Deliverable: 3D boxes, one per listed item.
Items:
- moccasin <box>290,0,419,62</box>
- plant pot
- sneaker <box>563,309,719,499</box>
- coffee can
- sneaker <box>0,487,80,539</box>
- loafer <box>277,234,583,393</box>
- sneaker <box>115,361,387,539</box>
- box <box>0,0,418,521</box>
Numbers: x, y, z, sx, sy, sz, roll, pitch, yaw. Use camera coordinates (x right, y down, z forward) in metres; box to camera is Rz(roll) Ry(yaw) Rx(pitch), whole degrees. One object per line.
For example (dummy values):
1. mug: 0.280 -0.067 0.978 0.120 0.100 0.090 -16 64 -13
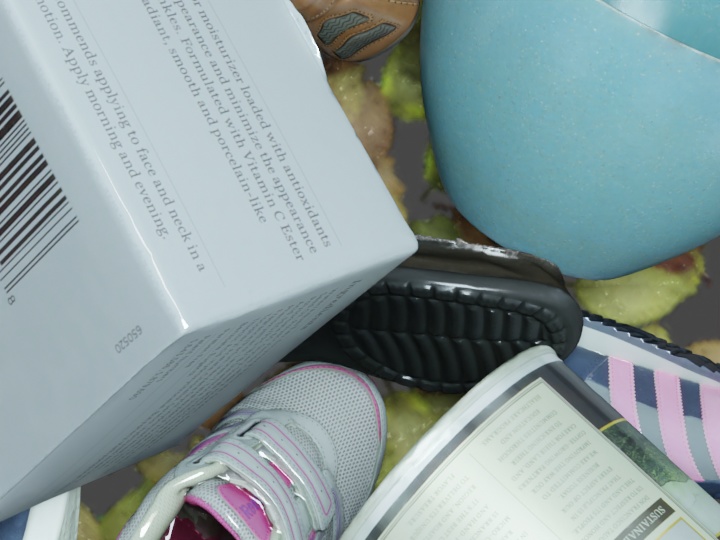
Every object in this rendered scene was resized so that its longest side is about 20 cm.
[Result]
1. moccasin: -0.024 -0.187 1.142 0.078 0.073 0.202 29 49 -43
2. plant pot: 0.105 -0.076 1.122 0.199 0.200 0.135 26 114 -2
3. sneaker: 0.144 0.080 1.123 0.199 0.070 0.082 24 95 28
4. coffee can: 0.101 0.150 1.042 0.200 0.146 0.146 43 78 15
5. sneaker: -0.176 0.149 1.093 0.084 0.075 0.201 14 74 4
6. loafer: 0.000 0.000 1.117 0.199 0.073 0.072 6 49 11
7. sneaker: -0.048 0.108 1.093 0.081 0.088 0.200 39 57 0
8. box: -0.116 -0.034 1.019 0.130 0.200 0.200 -19 75 -43
